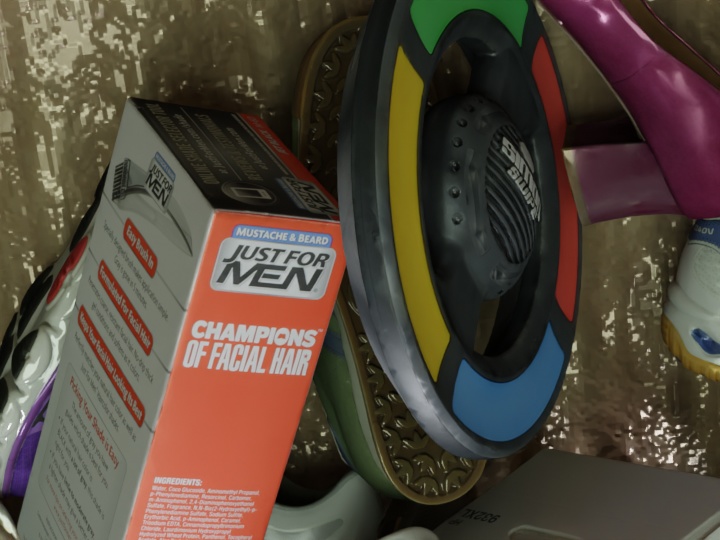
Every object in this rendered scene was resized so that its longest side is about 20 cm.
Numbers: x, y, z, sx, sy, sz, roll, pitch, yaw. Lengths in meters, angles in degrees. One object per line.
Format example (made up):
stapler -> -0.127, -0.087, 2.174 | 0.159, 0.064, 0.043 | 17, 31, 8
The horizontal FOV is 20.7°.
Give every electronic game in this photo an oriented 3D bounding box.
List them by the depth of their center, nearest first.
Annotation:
electronic game -> 0.045, -0.028, 0.755 | 0.041, 0.200, 0.201 | -5, 117, 26

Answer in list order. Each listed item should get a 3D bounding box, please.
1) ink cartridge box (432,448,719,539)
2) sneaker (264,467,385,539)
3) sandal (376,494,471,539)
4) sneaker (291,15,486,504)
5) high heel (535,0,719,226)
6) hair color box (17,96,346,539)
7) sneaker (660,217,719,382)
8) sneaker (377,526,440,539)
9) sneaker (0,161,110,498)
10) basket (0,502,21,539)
ink cartridge box -> 0.129, 0.184, 0.825 | 0.084, 0.145, 0.201 | -34, 108, -27
sneaker -> -0.083, 0.116, 0.899 | 0.199, 0.074, 0.089 | -1, 95, 6
sandal -> 0.060, 0.171, 0.902 | 0.054, 0.082, 0.201 | -4, 120, 30
sneaker -> 0.000, 0.000, 0.835 | 0.067, 0.090, 0.201 | -9, 86, -19
high heel -> 0.115, -0.112, 0.771 | 0.096, 0.068, 0.201 | -9, 121, 14
hair color box -> -0.073, 0.047, 0.773 | 0.064, 0.111, 0.201 | 5, 114, -27
sneaker -> 0.232, 0.014, 0.836 | 0.199, 0.075, 0.089 | 10, 104, -9
sneaker -> 0.030, 0.182, 0.834 | 0.073, 0.116, 0.200 | -22, 148, -18
sneaker -> -0.101, 0.027, 0.848 | 0.083, 0.081, 0.200 | 29, 112, -18
basket -> -0.223, 0.194, 0.860 | 0.200, 0.123, 0.136 | -24, 97, 36
